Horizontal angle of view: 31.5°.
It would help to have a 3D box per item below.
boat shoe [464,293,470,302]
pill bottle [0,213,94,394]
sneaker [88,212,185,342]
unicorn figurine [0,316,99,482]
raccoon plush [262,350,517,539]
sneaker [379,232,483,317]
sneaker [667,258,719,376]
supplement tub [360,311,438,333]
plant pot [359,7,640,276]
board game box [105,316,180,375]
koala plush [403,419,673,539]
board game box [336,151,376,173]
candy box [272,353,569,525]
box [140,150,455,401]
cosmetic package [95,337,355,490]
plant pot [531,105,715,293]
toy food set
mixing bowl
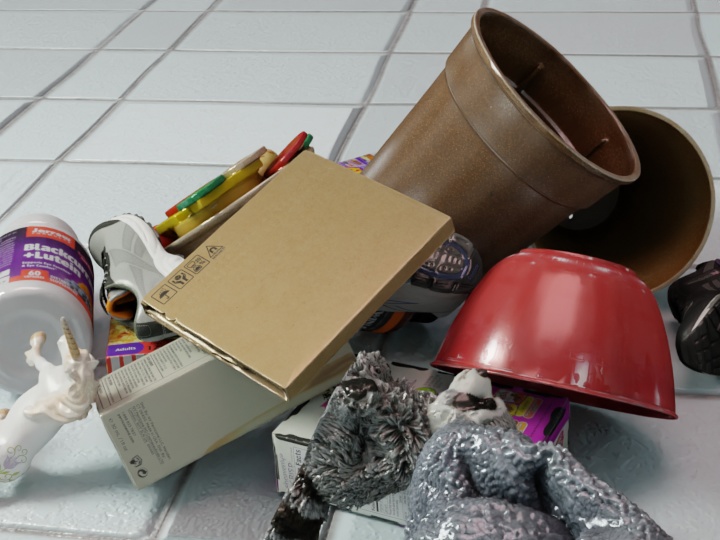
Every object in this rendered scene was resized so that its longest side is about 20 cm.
[{"bbox_3d":[0.146,0.027,1.230,0.072,0.072,0.200,30,21,-2],"label":"boat shoe"},{"bbox_3d":[-0.309,0.022,1.213,0.111,0.112,0.200,-7,27,-8],"label":"pill bottle"},{"bbox_3d":[-0.212,0.005,1.179,0.079,0.074,0.200,-23,32,-25],"label":"sneaker"},{"bbox_3d":[-0.256,0.103,1.016,0.074,0.200,0.137,25,14,-27],"label":"unicorn figurine"},{"bbox_3d":[0.028,0.151,0.903,0.134,0.201,0.097,28,21,8],"label":"raccoon plush"},{"bbox_3d":[0.000,0.000,1.082,0.199,0.087,0.075,17,57,2],"label":"sneaker"},{"bbox_3d":[0.319,0.043,1.184,0.087,0.076,0.200,-1,18,37],"label":"sneaker"},{"bbox_3d":[-0.012,0.001,1.192,0.199,0.107,0.107,10,18,-31],"label":"supplement tub"},{"bbox_3d":[0.110,-0.091,1.141,0.200,0.198,0.201,34,29,-22],"label":"plant pot"},{"bbox_3d":[-0.161,0.046,1.224,0.151,0.046,0.200,-5,26,-6],"label":"board game box"},{"bbox_3d":[0.052,0.203,0.749,0.200,0.178,0.184,-36,58,-23],"label":"koala plush"},{"bbox_3d":[0.065,-0.068,1.372,0.199,0.045,0.134,22,22,23],"label":"board game box"},{"bbox_3d":[0.049,0.138,1.005,0.199,0.061,0.136,11,30,24],"label":"candy box"},{"bbox_3d":[-0.049,-0.003,1.004,0.163,0.021,0.200,27,59,33],"label":"box"},{"bbox_3d":[-0.110,0.087,1.029,0.199,0.071,0.105,-27,16,-9],"label":"cosmetic package"},{"bbox_3d":[0.243,-0.077,1.317,0.185,0.187,0.200,-4,8,-2],"label":"plant pot"},{"bbox_3d":[-0.126,-0.075,1.259,0.200,0.049,0.198,-39,9,-36],"label":"toy food set"},{"bbox_3d":[0.163,0.046,1.020,0.199,0.109,0.200,12,-6,1],"label":"mixing bowl"}]
